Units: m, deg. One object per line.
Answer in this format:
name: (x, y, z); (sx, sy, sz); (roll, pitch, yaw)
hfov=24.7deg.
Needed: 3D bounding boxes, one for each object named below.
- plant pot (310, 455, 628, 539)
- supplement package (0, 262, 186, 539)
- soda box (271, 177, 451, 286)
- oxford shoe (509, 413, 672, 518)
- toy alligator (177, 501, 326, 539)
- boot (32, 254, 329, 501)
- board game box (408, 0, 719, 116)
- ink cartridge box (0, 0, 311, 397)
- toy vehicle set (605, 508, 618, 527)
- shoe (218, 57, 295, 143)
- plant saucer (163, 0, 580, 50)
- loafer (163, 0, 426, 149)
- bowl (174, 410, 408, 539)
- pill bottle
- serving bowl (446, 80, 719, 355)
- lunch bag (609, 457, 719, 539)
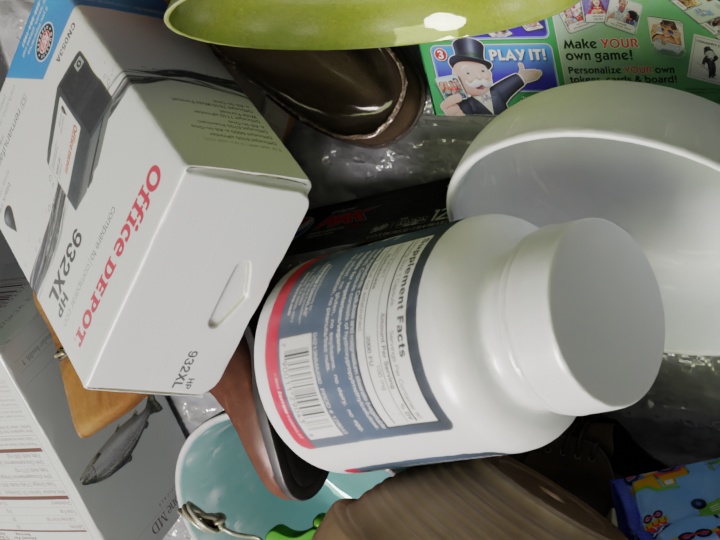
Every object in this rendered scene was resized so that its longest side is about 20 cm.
plant pot: (0.079, 0.158, 0.876); (0.200, 0.201, 0.093); (32, 95, 7)
supplement package: (-0.216, 0.107, 1.162); (0.116, 0.117, 0.202); (-5, 121, 34)
soda box: (0.000, 0.000, 0.982); (0.198, 0.063, 0.071); (-10, 118, 38)
oxford shoe: (0.117, 0.106, 0.992); (0.198, 0.073, 0.085); (25, 132, -3)
toy alligator: (-0.015, 0.174, 0.990); (0.199, 0.059, 0.055); (31, 94, 8)
boot: (-0.116, 0.067, 0.988); (0.199, 0.068, 0.190); (-25, 85, 38)
board game box: (0.116, -0.141, 0.826); (0.198, 0.029, 0.136); (4, 125, 29)
ink cartridge box: (-0.128, -0.050, 0.906); (0.200, 0.083, 0.146); (53, 124, 40)
toy vehicle set: (0.221, 0.217, 0.994); (0.198, 0.027, 0.125); (17, 133, -6)
shoe: (-0.098, -0.067, 0.997); (0.070, 0.053, 0.200); (39, 133, -2)
plant saucer: (0.006, -0.136, 0.769); (0.198, 0.199, 0.032); (-6, 86, 35)
loafer: (-0.055, -0.133, 0.893); (0.199, 0.071, 0.073); (34, 104, 5)
bowl: (-0.011, 0.140, 1.068); (0.199, 0.105, 0.203); (16, 130, 20)
pill bottle: (0.050, 0.036, 0.836); (0.199, 0.120, 0.120); (-13, 116, 46)
serving bowl: (0.146, -0.035, 0.842); (0.198, 0.066, 0.201); (16, 154, 8)
lunch bag: (0.229, 0.208, 0.913); (0.149, 0.094, 0.202); (-11, 112, -3)
